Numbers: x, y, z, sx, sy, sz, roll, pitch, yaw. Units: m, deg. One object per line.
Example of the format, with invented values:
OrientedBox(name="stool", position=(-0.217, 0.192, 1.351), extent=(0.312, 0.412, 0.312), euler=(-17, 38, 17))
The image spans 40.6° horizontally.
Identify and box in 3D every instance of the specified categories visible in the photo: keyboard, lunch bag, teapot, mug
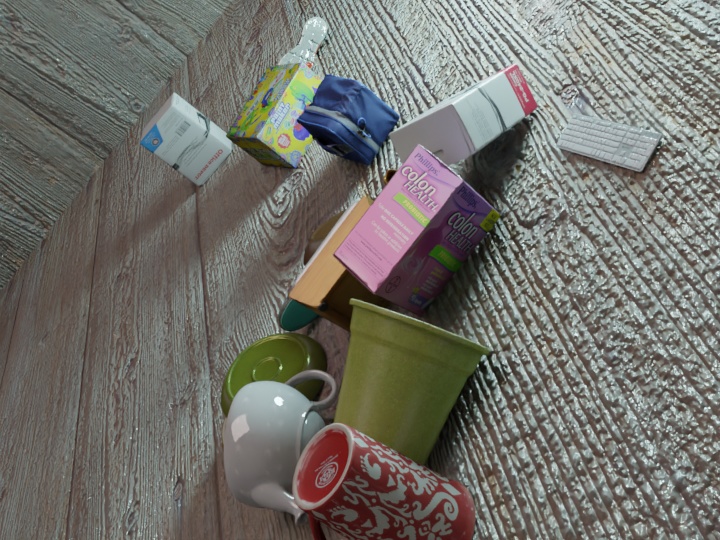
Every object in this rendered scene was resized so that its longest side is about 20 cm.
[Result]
OrientedBox(name="keyboard", position=(0.341, -0.179, 1.352), extent=(0.057, 0.011, 0.200), euler=(-55, 28, 1))
OrientedBox(name="lunch bag", position=(-0.027, -0.285, 1.901), extent=(0.133, 0.135, 0.199), euler=(-57, 30, -2))
OrientedBox(name="teapot", position=(-0.108, 0.257, 1.452), extent=(0.143, 0.197, 0.204), euler=(-1, 88, 14))
OrientedBox(name="mug", position=(0.014, 0.293, 1.163), extent=(0.179, 0.199, 0.133), euler=(-56, 29, -3))

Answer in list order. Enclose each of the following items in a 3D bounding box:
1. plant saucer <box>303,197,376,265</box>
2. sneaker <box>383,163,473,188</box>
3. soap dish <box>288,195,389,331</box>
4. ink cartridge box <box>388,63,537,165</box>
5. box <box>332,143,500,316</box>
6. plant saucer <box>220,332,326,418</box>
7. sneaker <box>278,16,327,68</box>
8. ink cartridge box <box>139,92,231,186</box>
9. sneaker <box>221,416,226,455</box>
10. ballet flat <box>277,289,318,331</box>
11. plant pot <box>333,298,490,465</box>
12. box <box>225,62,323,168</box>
OrientedBox(name="plant saucer", position=(-0.020, -0.074, 1.682), extent=(0.198, 0.037, 0.201), euler=(-28, 15, 8))
OrientedBox(name="sneaker", position=(0.102, -0.134, 1.599), extent=(0.199, 0.084, 0.074), euler=(9, 65, 58))
OrientedBox(name="soap dish", position=(0.000, 0.000, 1.553), extent=(0.201, 0.157, 0.081), euler=(-52, 45, 5))
OrientedBox(name="ink cartridge box", position=(0.160, -0.231, 1.516), extent=(0.144, 0.084, 0.199), euler=(-19, 12, 46))
OrientedBox(name="box", position=(0.086, -0.052, 1.419), extent=(0.096, 0.175, 0.201), euler=(41, 96, 28))
OrientedBox(name="plant saucer", position=(-0.153, 0.176, 1.638), extent=(0.197, 0.031, 0.202), euler=(-16, 42, 15))
OrientedBox(name="sneaker", position=(-0.143, -0.532, 2.435), extent=(0.202, 0.076, 0.082), euler=(-57, 1, -5))
OrientedBox(name="ink cartridge box", position=(-0.457, -0.342, 2.561), extent=(0.144, 0.199, 0.085), euler=(-43, 28, 20))
OrientedBox(name="sneaker", position=(-0.183, 0.239, 1.661), extent=(0.090, 0.067, 0.202), euler=(-44, 27, 31))
OrientedBox(name="ballet flat", position=(-0.074, 0.024, 1.726), extent=(0.200, 0.074, 0.074), euler=(-44, 29, 2))
OrientedBox(name="plant pot", position=(0.049, 0.159, 1.288), extent=(0.199, 0.198, 0.187), euler=(12, 81, 60))
OrientedBox(name="box", position=(-0.180, -0.354, 2.225), extent=(0.202, 0.121, 0.192), euler=(-59, 28, -8))
